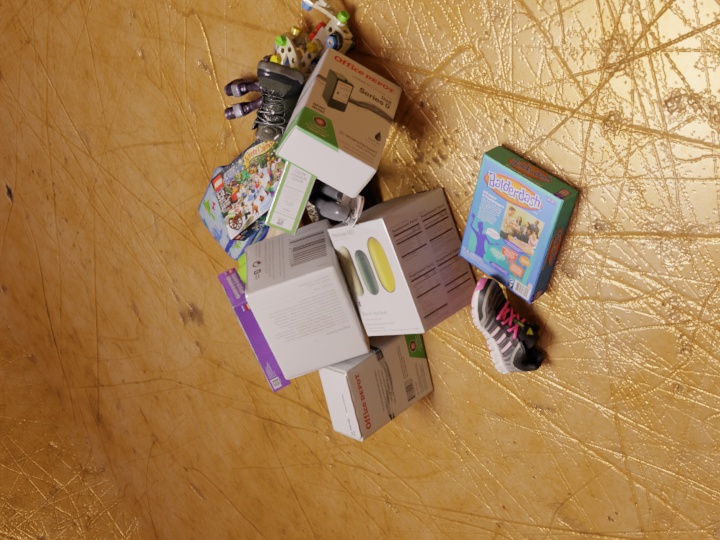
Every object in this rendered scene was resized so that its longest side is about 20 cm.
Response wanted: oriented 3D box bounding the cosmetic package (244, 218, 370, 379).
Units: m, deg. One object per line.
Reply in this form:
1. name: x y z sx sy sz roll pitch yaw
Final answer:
1. cosmetic package: -0.095 0.051 1.653 0.165 0.164 0.201 -100 -9 -57

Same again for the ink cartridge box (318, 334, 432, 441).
1. ink cartridge box: 0.029 0.198 1.718 0.083 0.200 0.147 9 119 46

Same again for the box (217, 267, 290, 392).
1. box: -0.195 0.108 1.708 0.137 0.039 0.201 49 163 58

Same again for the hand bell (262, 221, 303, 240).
1. hand bell: -0.149 -0.153 1.818 0.104 0.104 0.201 8 105 46

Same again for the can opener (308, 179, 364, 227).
1. can opener: -0.051 -0.118 1.550 0.200 0.067 0.054 33 105 62

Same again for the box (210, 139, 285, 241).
1. box: -0.192 -0.165 1.765 0.200 0.038 0.137 -35 67 32

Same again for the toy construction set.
1. toy construction set: -0.079 -0.397 1.567 0.131 0.092 0.200 58 148 17

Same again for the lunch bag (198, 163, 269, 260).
1. lunch bag: -0.251 -0.125 1.934 0.161 0.082 0.200 52 142 7

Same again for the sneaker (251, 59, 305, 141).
1. sneaker: -0.139 -0.278 1.549 0.076 0.115 0.199 17 175 4

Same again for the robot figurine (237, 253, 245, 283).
1. robot figurine: -0.183 0.044 1.908 0.115 0.175 0.201 -35 63 21

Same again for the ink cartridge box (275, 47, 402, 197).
1. ink cartridge box: -0.031 -0.239 1.482 0.145 0.201 0.084 27 141 -13

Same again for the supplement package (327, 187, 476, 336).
1. supplement package: 0.073 -0.012 1.576 0.151 0.150 0.201 -8 106 51

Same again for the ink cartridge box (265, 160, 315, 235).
1. ink cartridge box: -0.102 -0.174 1.592 0.059 0.104 0.201 18 114 -7

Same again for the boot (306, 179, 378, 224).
1. boot: -0.046 -0.165 1.683 0.153 0.073 0.205 10 118 49

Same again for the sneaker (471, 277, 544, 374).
1. sneaker: 0.243 0.091 1.501 0.087 0.074 0.201 3 131 38

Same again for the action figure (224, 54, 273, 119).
1. action figure: -0.174 -0.332 1.731 0.199 0.069 0.131 2 107 44

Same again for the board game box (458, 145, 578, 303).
1. board game box: 0.239 -0.070 1.439 0.152 0.045 0.201 37 137 29
